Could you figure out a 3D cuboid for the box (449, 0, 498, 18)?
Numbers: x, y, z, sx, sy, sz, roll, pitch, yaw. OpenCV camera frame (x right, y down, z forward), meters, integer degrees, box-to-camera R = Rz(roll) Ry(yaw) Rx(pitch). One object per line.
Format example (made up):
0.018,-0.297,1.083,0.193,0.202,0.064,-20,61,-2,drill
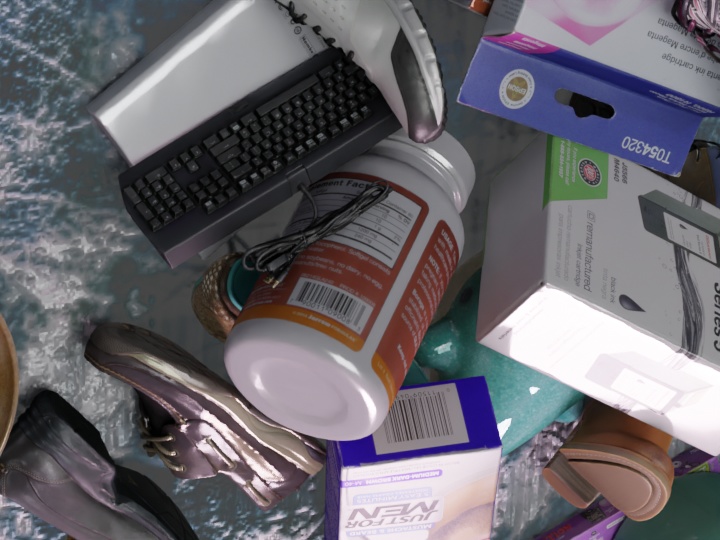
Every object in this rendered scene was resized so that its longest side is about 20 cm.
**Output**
0.150,-0.207,1.500,0.199,0.097,0.125,19,100,-32,box

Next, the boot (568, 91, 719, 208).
0.207,-0.084,1.592,0.097,0.075,0.201,-42,140,-19,boot

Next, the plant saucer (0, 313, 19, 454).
-0.312,0.076,1.402,0.199,0.035,0.201,-10,113,-25,plant saucer

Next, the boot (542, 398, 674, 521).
0.209,0.096,1.603,0.074,0.200,0.155,44,79,-8,boot

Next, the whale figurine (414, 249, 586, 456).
0.103,0.082,1.582,0.159,0.104,0.201,24,97,-33,whale figurine

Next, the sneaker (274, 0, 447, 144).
-0.010,-0.163,1.403,0.080,0.074,0.201,-27,82,-5,sneaker

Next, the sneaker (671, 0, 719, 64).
0.236,-0.159,1.419,0.074,0.081,0.201,-23,113,-3,sneaker

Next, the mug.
0.269,0.258,1.701,0.151,0.114,0.186,10,103,-31,mug

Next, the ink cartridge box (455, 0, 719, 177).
0.181,-0.171,1.449,0.195,0.043,0.201,15,100,-32,ink cartridge box

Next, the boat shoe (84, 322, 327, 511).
-0.108,0.104,1.499,0.200,0.074,0.074,34,91,-32,boat shoe

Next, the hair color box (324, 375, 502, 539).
0.033,0.159,1.535,0.109,0.065,0.201,-7,144,-7,hair color box

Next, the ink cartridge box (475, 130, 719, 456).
0.184,0.014,1.508,0.199,0.146,0.084,25,137,-20,ink cartridge box

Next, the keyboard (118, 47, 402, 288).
-0.044,-0.064,1.411,0.199,0.127,0.021,-33,153,-14,keyboard

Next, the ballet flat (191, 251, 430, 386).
-0.033,0.053,1.523,0.200,0.065,0.071,39,59,-25,ballet flat

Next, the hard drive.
-0.064,-0.119,1.464,0.200,0.027,0.132,-41,122,-9,hard drive

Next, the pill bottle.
0.000,0.000,1.447,0.112,0.112,0.201,51,51,-32,pill bottle

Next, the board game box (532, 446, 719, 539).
0.200,0.231,1.736,0.199,0.032,0.121,-26,123,-18,board game box

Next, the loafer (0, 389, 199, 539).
-0.168,0.167,1.499,0.072,0.073,0.200,-41,113,2,loafer
